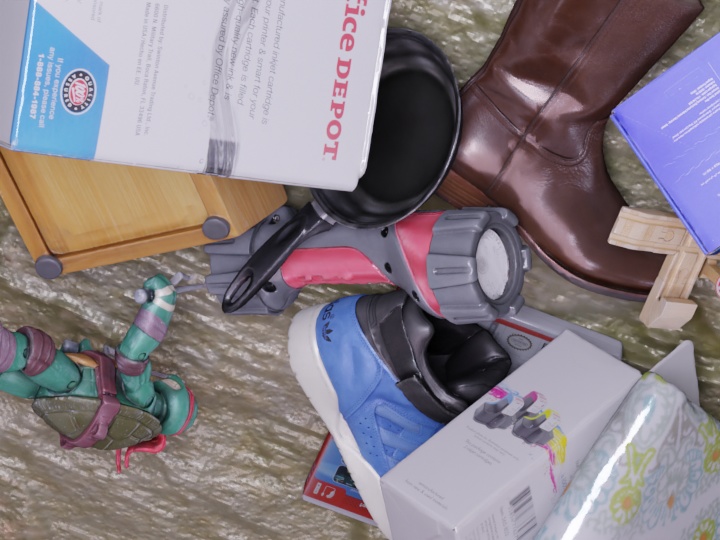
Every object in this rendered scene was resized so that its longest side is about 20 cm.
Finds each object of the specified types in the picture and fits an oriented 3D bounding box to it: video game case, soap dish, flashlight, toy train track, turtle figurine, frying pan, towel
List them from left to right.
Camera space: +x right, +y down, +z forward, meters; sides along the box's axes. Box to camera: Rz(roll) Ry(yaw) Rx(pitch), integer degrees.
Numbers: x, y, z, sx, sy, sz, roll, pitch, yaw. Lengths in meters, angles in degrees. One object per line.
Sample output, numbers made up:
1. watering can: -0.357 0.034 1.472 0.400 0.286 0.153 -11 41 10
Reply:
1. turtle figurine: -0.160 0.056 1.626 0.199 0.101 0.149 14 148 -36
2. soap dish: -0.149 -0.092 1.562 0.156 0.081 0.201 -11 126 18
3. flashlight: 0.000 0.000 1.579 0.199 0.068 0.068 -4 127 36
4. frying pan: 0.000 -0.043 1.539 0.031 0.115 0.191 16 98 -48
5. video game case: 0.061 0.095 1.709 0.142 0.017 0.201 20 128 -6
6. towel: 0.170 0.165 1.627 0.048 0.172 0.200 27 175 38
7. toy train track: 0.209 -0.050 1.526 0.114 0.033 0.201 5 117 -33

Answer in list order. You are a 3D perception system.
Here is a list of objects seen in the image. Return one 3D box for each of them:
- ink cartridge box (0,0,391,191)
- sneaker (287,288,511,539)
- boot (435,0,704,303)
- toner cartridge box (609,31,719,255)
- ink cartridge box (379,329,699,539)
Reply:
1. ink cartridge box: -0.093 -0.127 1.440 0.199 0.084 0.146 6 96 -27
2. sneaker: 0.049 0.094 1.649 0.111 0.077 0.201 -15 117 32
3. boot: 0.149 -0.091 1.528 0.186 0.064 0.200 25 123 -12
4. toner cartridge box: 0.240 -0.103 1.450 0.200 0.043 0.095 -35 83 14
5. ink cartridge box: 0.111 0.120 1.624 0.068 0.200 0.116 31 146 38
